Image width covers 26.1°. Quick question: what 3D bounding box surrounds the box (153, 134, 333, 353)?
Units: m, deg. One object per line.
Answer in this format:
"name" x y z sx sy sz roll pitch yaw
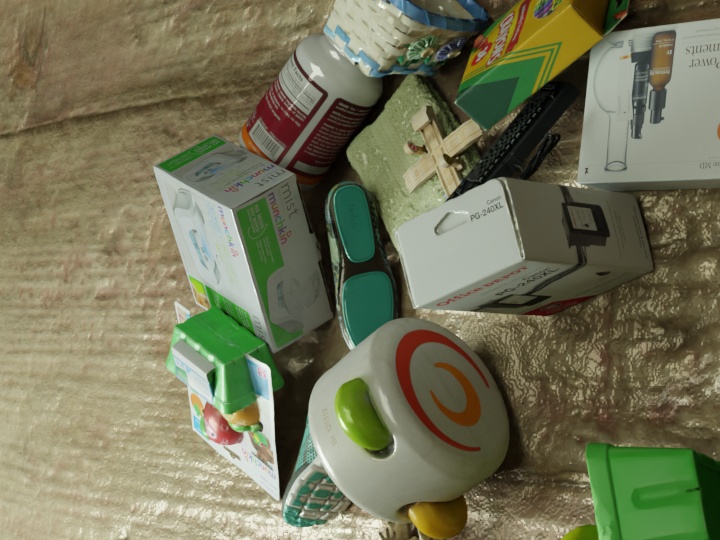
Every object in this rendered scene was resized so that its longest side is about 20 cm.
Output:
"box" -0.133 -0.033 1.805 0.176 0.097 0.200 30 142 47

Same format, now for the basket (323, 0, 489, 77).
"basket" 0.068 -0.307 1.660 0.139 0.176 0.200 42 121 27

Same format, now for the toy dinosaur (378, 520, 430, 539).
"toy dinosaur" 0.038 0.294 1.622 0.101 0.058 0.201 109 168 -56

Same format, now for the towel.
"towel" 0.062 -0.112 1.718 0.148 0.036 0.200 -49 49 28

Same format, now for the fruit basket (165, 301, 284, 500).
"fruit basket" -0.162 0.156 1.835 0.185 0.094 0.201 33 132 40

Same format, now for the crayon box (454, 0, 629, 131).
"crayon box" 0.186 -0.241 1.553 0.200 0.051 0.127 -38 20 36

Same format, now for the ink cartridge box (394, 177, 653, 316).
"ink cartridge box" 0.154 -0.018 1.465 0.145 0.200 0.084 -26 69 42

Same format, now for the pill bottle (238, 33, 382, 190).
"pill bottle" -0.046 -0.199 1.801 0.200 0.113 0.113 -52 48 27

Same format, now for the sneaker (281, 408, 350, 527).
"sneaker" -0.034 0.195 1.745 0.200 0.077 0.091 -61 29 14

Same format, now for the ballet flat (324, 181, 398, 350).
"ballet flat" 0.000 0.000 1.742 0.074 0.074 0.201 -6 89 47

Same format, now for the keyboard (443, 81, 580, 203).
"keyboard" 0.147 -0.110 1.552 0.200 0.021 0.127 -51 22 -4

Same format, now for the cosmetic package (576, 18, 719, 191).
"cosmetic package" 0.299 -0.153 1.452 0.200 0.052 0.151 1 84 48

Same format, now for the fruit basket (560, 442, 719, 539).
"fruit basket" 0.232 0.262 1.377 0.215 0.155 0.216 -9 72 29

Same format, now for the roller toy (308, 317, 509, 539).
"roller toy" 0.047 0.155 1.568 0.140 0.200 0.183 -40 21 35

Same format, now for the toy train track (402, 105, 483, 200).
"toy train track" 0.092 -0.088 1.634 0.115 0.032 0.200 -39 60 34
